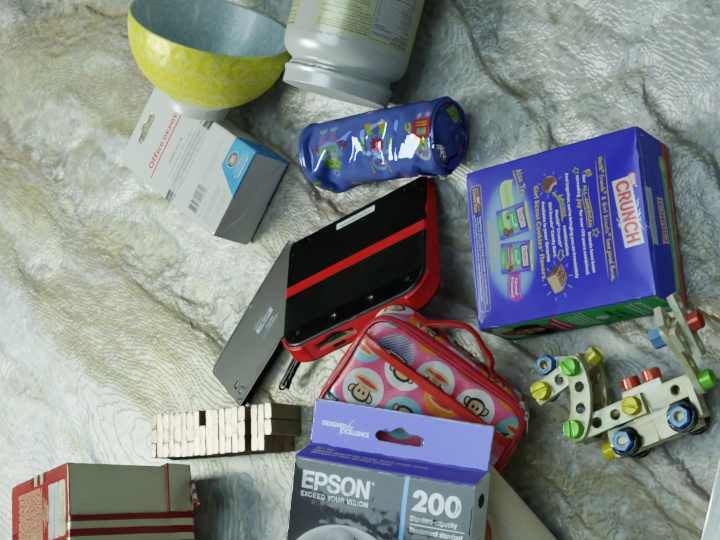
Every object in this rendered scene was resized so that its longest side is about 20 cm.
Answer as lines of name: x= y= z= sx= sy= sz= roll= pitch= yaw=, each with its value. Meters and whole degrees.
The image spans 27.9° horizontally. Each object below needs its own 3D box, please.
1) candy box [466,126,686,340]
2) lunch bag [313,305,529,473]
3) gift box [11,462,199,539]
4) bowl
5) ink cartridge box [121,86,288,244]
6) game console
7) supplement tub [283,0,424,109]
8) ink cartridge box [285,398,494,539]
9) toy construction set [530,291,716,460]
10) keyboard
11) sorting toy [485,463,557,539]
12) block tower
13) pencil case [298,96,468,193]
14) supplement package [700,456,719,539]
candy box: x=0.211 y=-0.032 z=1.439 sx=0.198 sy=0.077 sz=0.171 roll=-13 pitch=73 yaw=36
lunch bag: x=0.070 y=0.134 z=1.473 sx=0.199 sy=0.082 sz=0.177 roll=35 pitch=104 yaw=4
gift box: x=-0.283 y=0.323 z=1.682 sx=0.199 sy=0.185 sz=0.187 roll=-19 pitch=69 yaw=49
bowl: x=-0.185 y=-0.243 z=1.718 sx=0.200 sy=0.199 sz=0.109 roll=35 pitch=123 yaw=35
ink cartridge box: x=-0.193 y=-0.132 z=1.767 sx=0.199 sy=0.068 sz=0.117 roll=37 pitch=103 yaw=35
game console: x=0.000 y=0.000 z=1.579 sx=0.199 sy=0.031 sz=0.178 roll=-26 pitch=38 yaw=25
supplement tub: x=-0.003 y=-0.291 z=1.601 sx=0.144 sy=0.144 sz=0.202 roll=17 pitch=93 yaw=37
ink cartridge box: x=0.025 y=0.237 z=1.408 sx=0.196 sy=0.043 sz=0.203 roll=6 pitch=90 yaw=23
toy construction set: x=0.259 y=0.105 z=1.377 sx=0.199 sy=0.092 sz=0.132 roll=-35 pitch=64 yaw=40
keyboard: x=-0.094 y=0.074 z=1.689 sx=0.127 sy=0.020 sz=0.201 roll=45 pitch=110 yaw=39
sorting toy: x=0.105 y=0.311 z=1.439 sx=0.200 sy=0.036 sz=0.185 roll=-42 pitch=88 yaw=22
block tower: x=-0.164 y=0.191 z=1.700 sx=0.198 sy=0.058 sz=0.055 roll=-10 pitch=75 yaw=37
pencil case: x=0.026 y=-0.134 z=1.596 sx=0.198 sy=0.078 sz=0.088 roll=-6 pitch=93 yaw=36
supplement package: x=0.405 y=0.230 z=1.226 sx=0.199 sy=0.109 sz=0.115 roll=13 pitch=91 yaw=38
